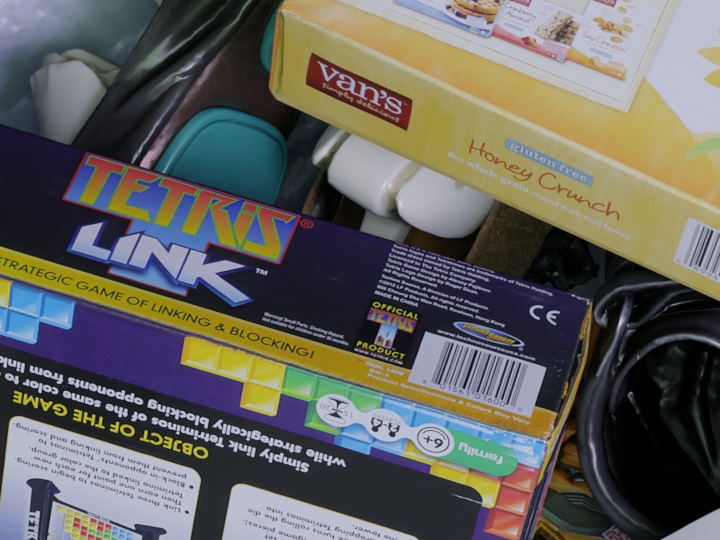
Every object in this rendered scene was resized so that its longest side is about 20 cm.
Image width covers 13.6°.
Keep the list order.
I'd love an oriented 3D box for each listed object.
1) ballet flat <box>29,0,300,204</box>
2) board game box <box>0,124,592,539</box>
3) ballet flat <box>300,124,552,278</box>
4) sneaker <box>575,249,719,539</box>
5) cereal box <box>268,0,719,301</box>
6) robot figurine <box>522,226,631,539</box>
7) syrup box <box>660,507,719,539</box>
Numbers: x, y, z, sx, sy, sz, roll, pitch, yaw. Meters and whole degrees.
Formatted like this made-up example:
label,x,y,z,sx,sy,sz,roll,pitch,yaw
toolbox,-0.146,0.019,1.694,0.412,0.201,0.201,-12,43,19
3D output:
label,x,y,z,sx,sy,sz,roll,pitch,yaw
ballet flat,-0.041,-0.055,0.801,0.068,0.068,0.201,33,92,30
board game box,-0.057,0.055,0.748,0.199,0.057,0.166,17,132,4
ballet flat,0.000,0.000,0.806,0.068,0.072,0.201,34,101,23
sneaker,0.090,-0.017,0.747,0.070,0.099,0.201,-2,89,11
cereal box,0.084,-0.095,0.738,0.143,0.040,0.200,25,59,10
robot figurine,0.105,0.022,0.831,0.145,0.058,0.200,39,96,-6
syrup box,0.131,0.142,0.736,0.081,0.079,0.200,-31,131,17
